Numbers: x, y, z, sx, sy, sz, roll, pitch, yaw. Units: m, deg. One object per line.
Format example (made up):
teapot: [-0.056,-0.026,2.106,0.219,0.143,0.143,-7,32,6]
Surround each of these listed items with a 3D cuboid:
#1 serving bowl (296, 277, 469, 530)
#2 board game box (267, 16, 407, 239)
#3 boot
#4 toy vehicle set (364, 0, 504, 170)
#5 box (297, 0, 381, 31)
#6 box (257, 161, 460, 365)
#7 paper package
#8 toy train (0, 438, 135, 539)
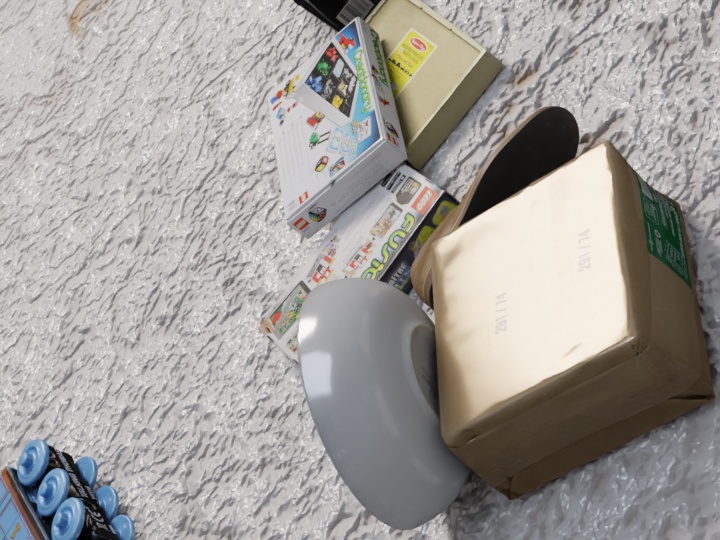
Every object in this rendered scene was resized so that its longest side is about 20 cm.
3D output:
serving bowl: [0.033,0.092,1.476,0.066,0.200,0.201,-24,45,23]
board game box: [-0.025,-0.136,1.810,0.126,0.035,0.201,-38,36,22]
boot: [0.106,-0.058,1.627,0.201,0.073,0.075,-55,26,2]
toy vehicle set: [0.044,-0.186,1.833,0.124,0.026,0.200,-50,36,5]
box: [0.002,-0.349,1.962,0.200,0.079,0.141,-52,33,2]
box: [0.000,0.000,1.722,0.200,0.035,0.110,-53,36,1]
paper package: [0.155,0.037,1.459,0.190,0.103,0.201,-30,41,28]
toy train: [-0.281,0.242,1.803,0.115,0.086,0.200,-58,37,10]
